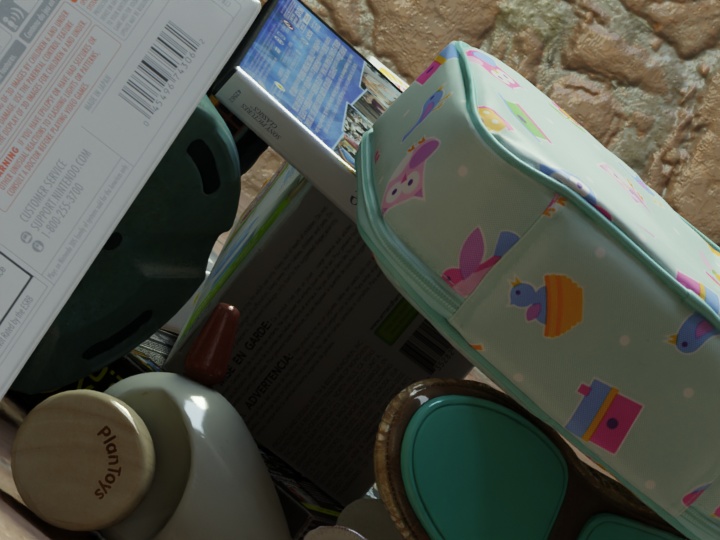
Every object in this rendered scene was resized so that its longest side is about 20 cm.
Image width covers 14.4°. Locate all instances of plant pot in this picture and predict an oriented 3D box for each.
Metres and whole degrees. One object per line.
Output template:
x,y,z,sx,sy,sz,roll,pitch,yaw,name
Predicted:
-0.157,-0.067,1.123,0.196,0.200,0.200,50,10,35,plant pot

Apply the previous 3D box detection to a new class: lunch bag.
0.088,0.009,1.054,0.200,0.077,0.160,40,12,-15,lunch bag

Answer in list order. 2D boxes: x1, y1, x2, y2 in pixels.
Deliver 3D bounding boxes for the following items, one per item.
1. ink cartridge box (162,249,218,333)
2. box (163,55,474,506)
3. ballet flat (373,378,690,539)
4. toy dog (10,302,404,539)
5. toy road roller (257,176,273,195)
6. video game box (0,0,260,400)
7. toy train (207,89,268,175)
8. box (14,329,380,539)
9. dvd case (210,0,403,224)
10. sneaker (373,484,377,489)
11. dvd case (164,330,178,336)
-0.134,-0.023,1.467,0.199,0.047,0.198,16,13,-27,ink cartridge box
0.000,0.000,1.254,0.101,0.113,0.200,38,20,-7,box
0.057,0.090,1.049,0.065,0.071,0.200,20,-12,48,ballet flat
-0.025,0.090,1.016,0.200,0.096,0.132,37,3,-11,toy dog
-0.012,0.009,1.574,0.145,0.123,0.200,22,0,12,toy road roller
-0.158,-0.067,0.969,0.182,0.200,0.047,38,-27,-12,video game box
-0.115,-0.061,1.294,0.114,0.200,0.085,43,4,-9,toy train
-0.058,0.083,1.236,0.160,0.044,0.200,40,4,20,box
0.028,-0.030,1.163,0.200,0.018,0.143,41,18,-7,dvd case
-0.009,0.087,1.414,0.084,0.075,0.200,10,-40,55,sneaker
-0.079,0.048,1.607,0.142,0.018,0.200,38,3,25,dvd case
